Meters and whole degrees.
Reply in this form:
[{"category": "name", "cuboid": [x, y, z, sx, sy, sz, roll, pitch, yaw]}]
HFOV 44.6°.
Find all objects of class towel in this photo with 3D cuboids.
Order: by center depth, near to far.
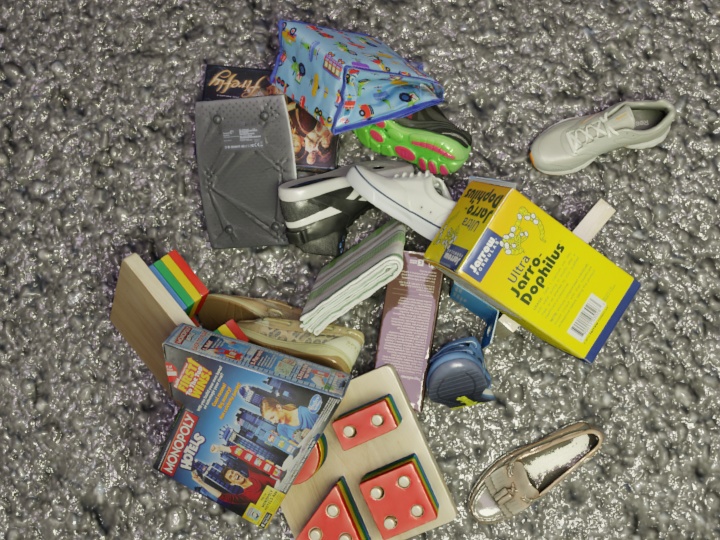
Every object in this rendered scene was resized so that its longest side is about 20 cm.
[{"category": "towel", "cuboid": [0.000, 0.000, 1.101, 0.149, 0.200, 0.031, -34, 102, 16]}]

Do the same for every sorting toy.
[{"category": "sorting toy", "cuboid": [-0.016, 0.245, 1.052, 0.198, 0.070, 0.201, -25, 88, 10]}, {"category": "sorting toy", "cuboid": [-0.226, 0.084, 1.126, 0.070, 0.199, 0.200, -37, 82, -31]}]

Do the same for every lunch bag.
[{"category": "lunch bag", "cuboid": [0.007, -0.264, 1.159, 0.200, 0.094, 0.151, -15, 44, -37]}]

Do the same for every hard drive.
[{"category": "hard drive", "cuboid": [-0.150, -0.133, 1.191, 0.134, 0.042, 0.201, -4, 100, 7]}]

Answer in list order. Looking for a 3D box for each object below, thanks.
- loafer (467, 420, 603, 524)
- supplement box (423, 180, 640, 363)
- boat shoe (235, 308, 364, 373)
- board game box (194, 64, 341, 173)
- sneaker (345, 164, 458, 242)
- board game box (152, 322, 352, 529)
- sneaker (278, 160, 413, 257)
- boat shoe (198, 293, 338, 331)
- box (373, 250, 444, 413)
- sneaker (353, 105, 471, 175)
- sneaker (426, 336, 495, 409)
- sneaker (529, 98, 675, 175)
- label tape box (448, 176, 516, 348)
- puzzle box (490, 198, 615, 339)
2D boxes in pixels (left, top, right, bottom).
[{"category": "loafer", "cuboid": [0.223, 0.256, 1.126, 0.200, 0.063, 0.072, -34, 80, -2]}, {"category": "supplement box", "cuboid": [0.191, 0.000, 0.988, 0.200, 0.109, 0.110, 33, 89, -20]}, {"category": "boat shoe", "cuboid": [-0.086, 0.091, 1.099, 0.199, 0.073, 0.063, 11, 52, 32]}, {"category": "board game box", "cuboid": [-0.125, -0.212, 1.233, 0.199, 0.035, 0.136, 5, 82, 4]}, {"category": "sneaker", "cuboid": [0.069, -0.090, 1.082, 0.200, 0.073, 0.071, 34, 98, 29]}, {"category": "board game box", "cuboid": [-0.144, 0.158, 0.987, 0.199, 0.062, 0.200, 30, 111, 0]}, {"category": "sneaker", "cuboid": [-0.016, -0.080, 1.190, 0.199, 0.073, 0.112, -15, 113, -25]}, {"category": "boat shoe", "cuboid": [-0.120, 0.074, 1.178, 0.199, 0.065, 0.071, 19, 118, 10]}, {"category": "box", "cuboid": [0.062, 0.082, 1.145, 0.075, 0.100, 0.201, 7, 81, 6]}, {"category": "sneaker", "cuboid": [0.064, -0.198, 1.210, 0.200, 0.077, 0.084, 32, 46, 16]}, {"category": "sneaker", "cuboid": [0.120, 0.121, 1.091, 0.074, 0.200, 0.083, -12, 72, 9]}, {"category": "sneaker", "cuboid": [0.323, -0.189, 1.173, 0.199, 0.092, 0.076, -19, 80, 1]}, {"category": "label tape box", "cuboid": [0.150, -0.005, 1.129, 0.066, 0.143, 0.201, 11, 82, 5]}, {"category": "puzzle box", "cuboid": [0.243, 0.002, 1.128, 0.025, 0.133, 0.200, 40, 86, 8]}]
